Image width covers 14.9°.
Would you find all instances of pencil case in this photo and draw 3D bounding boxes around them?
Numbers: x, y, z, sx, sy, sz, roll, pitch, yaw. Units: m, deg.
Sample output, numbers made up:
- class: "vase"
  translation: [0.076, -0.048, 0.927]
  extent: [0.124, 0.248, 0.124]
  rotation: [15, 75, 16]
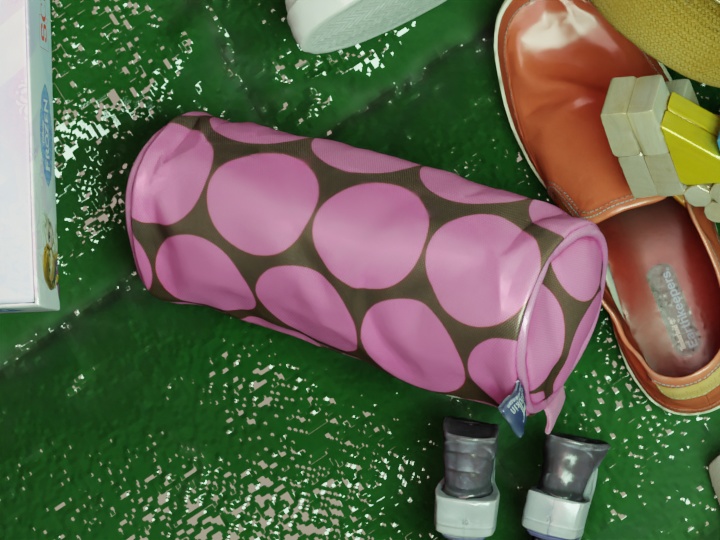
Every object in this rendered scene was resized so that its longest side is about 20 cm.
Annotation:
- class: "pencil case"
  translation: [0.000, 0.000, 1.156]
  extent: [0.199, 0.094, 0.091]
  rotation: [20, 50, 24]

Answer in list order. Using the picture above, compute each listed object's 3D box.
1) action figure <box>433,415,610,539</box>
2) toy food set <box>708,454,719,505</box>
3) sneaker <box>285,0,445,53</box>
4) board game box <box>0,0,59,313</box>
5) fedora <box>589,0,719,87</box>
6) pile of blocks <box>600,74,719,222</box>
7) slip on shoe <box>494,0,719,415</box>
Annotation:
- class: "action figure"
  translation: [0.057, 0.166, 1.163]
  extent: [0.129, 0.069, 0.201]
  rotation: [10, 90, 1]
- class: "toy food set"
  translation: [0.262, 0.115, 1.150]
  extent: [0.199, 0.060, 0.144]
  rotation: [-19, 74, 3]
- class: "sneaker"
  translation: [0.031, -0.187, 1.194]
  extent: [0.199, 0.074, 0.116]
  rotation: [-34, 80, -6]
- class: "board game box"
  translation: [-0.236, -0.077, 1.229]
  extent: [0.198, 0.041, 0.202]
  rotation: [-2, 86, 8]
- class: "fedora"
  translation: [0.140, -0.138, 1.108]
  extent: [0.201, 0.200, 0.082]
  rotation: [47, 126, 8]
- class: "pile of blocks"
  translation: [0.192, -0.038, 1.136]
  extent: [0.199, 0.082, 0.062]
  rotation: [32, 46, -13]
- class: "slip on shoe"
  translation: [0.112, -0.035, 1.173]
  extent: [0.074, 0.061, 0.201]
  rotation: [-22, 82, 7]
